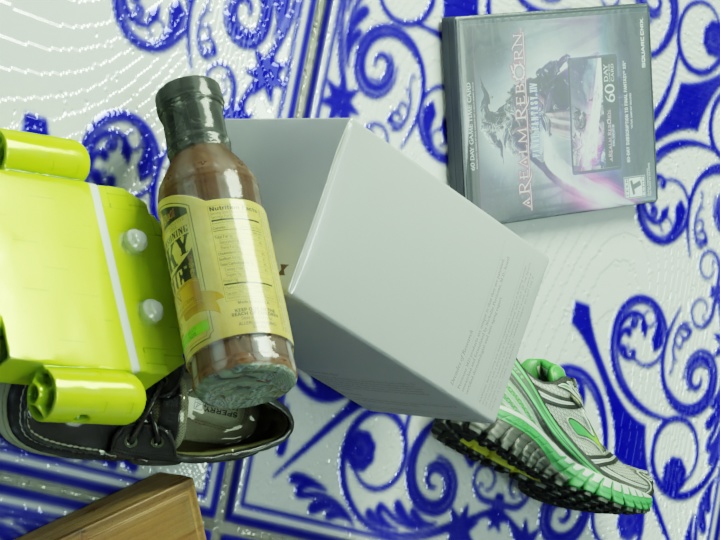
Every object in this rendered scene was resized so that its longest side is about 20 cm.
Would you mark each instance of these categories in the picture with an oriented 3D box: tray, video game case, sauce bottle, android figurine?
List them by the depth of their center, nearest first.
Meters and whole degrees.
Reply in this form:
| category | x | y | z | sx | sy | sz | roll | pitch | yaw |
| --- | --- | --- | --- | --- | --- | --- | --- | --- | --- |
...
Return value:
| category | x | y | z | sx | sy | sz | roll | pitch | yaw |
| --- | --- | --- | --- | --- | --- | --- | --- | --- | --- |
| android figurine | -0.168 | 0.006 | 1.562 | 0.200 | 0.041 | 0.183 | 9 | 58 | -41 |
| sauce bottle | -0.084 | -0.019 | 1.592 | 0.065 | 0.065 | 0.201 | 16 | 51 | -43 |
| tray | -0.172 | 0.201 | 1.610 | 0.200 | 0.037 | 0.099 | -23 | 108 | -42 |
| video game case | 0.134 | -0.110 | 1.900 | 0.200 | 0.019 | 0.144 | -9 | 98 | -44 |

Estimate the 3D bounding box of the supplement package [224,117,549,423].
| category | x | y | z | sx | sy | sz | roll | pitch | yaw |
| --- | --- | --- | --- | --- | --- | --- | --- | --- | --- |
| supplement package | 0.000 | 0.000 | 1.705 | 0.200 | 0.121 | 0.120 | 33 | 70 | -40 |

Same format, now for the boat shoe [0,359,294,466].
| category | x | y | z | sx | sy | sz | roll | pitch | yaw |
| --- | --- | --- | --- | --- | --- | --- | --- | --- | --- |
| boat shoe | -0.125 | 0.079 | 1.628 | 0.200 | 0.065 | 0.074 | 1 | 93 | -43 |

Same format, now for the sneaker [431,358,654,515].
| category | x | y | z | sx | sy | sz | roll | pitch | yaw |
| --- | --- | --- | --- | --- | --- | --- | --- | --- | --- |
| sneaker | 0.139 | 0.111 | 1.873 | 0.200 | 0.078 | 0.085 | 34 | 68 | -39 |
